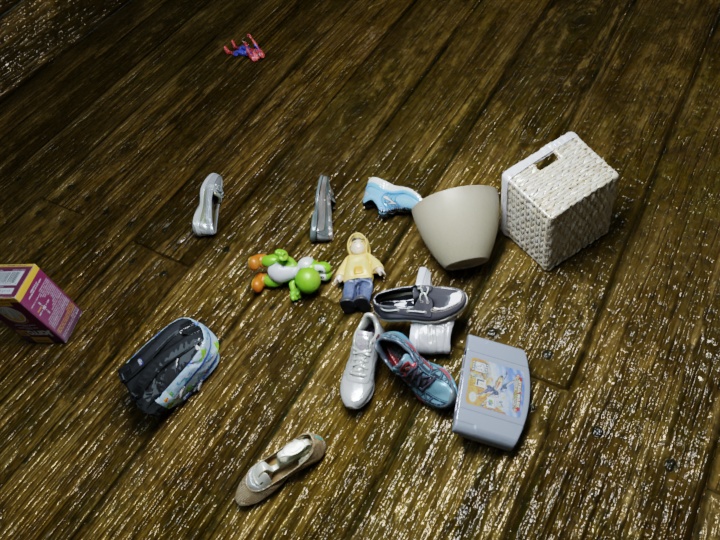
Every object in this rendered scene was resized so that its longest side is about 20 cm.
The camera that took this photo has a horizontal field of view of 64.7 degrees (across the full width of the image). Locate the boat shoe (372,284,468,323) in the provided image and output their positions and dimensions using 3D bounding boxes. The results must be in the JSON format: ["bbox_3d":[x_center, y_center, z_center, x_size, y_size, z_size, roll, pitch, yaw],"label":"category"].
[{"bbox_3d":[0.119,0.064,1.156,0.196,0.063,0.074,-7,60,14],"label":"boat shoe"}]

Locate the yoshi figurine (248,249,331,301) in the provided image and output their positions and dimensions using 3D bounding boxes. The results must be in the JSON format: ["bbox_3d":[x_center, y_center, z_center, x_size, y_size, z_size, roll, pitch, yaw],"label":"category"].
[{"bbox_3d":[-0.169,0.011,1.349,0.196,0.113,0.114,0,68,13],"label":"yoshi figurine"}]

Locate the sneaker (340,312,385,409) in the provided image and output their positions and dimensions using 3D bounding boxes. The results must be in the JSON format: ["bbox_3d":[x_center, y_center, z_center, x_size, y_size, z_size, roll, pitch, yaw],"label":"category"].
[{"bbox_3d":[-0.003,0.179,1.161,0.073,0.100,0.203,5,55,17],"label":"sneaker"}]

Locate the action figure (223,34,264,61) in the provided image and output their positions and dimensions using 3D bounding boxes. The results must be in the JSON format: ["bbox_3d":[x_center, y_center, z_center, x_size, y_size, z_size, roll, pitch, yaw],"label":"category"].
[{"bbox_3d":[-0.431,-0.833,2.101,0.198,0.100,0.065,27,64,30],"label":"action figure"}]

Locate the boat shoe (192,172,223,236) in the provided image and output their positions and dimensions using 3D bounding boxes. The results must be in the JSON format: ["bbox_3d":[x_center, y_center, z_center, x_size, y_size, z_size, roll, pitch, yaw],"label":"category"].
[{"bbox_3d":[-0.415,-0.185,1.597,0.063,0.075,0.205,1,57,10],"label":"boat shoe"}]

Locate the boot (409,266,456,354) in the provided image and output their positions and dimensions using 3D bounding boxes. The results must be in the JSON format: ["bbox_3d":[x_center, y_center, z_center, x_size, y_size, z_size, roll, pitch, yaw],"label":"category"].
[{"bbox_3d":[0.160,0.087,1.213,0.094,0.074,0.203,3,61,11],"label":"boot"}]

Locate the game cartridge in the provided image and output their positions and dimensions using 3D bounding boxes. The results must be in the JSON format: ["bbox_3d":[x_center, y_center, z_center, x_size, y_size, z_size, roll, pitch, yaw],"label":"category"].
[{"bbox_3d":[0.249,0.225,1.066,0.131,0.042,0.203,12,55,7],"label":"game cartridge"}]

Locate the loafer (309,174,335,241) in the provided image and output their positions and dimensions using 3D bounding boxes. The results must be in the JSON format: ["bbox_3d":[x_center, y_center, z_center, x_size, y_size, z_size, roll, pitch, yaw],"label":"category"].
[{"bbox_3d":[-0.091,-0.160,1.489,0.062,0.072,0.203,8,60,-2],"label":"loafer"}]

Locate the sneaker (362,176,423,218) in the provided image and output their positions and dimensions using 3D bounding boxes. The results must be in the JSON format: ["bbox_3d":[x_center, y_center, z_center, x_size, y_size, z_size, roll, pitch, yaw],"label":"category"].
[{"bbox_3d":[0.088,-0.163,1.439,0.198,0.078,0.091,23,80,34],"label":"sneaker"}]

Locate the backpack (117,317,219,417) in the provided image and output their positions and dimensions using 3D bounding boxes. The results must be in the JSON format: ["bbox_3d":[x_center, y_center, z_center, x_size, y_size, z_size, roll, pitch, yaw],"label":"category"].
[{"bbox_3d":[-0.407,0.200,1.251,0.162,0.153,0.202,34,89,37],"label":"backpack"}]

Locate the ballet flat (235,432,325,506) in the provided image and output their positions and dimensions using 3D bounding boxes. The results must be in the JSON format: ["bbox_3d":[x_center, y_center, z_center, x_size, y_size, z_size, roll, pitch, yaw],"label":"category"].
[{"bbox_3d":[-0.159,0.369,1.079,0.198,0.066,0.071,-34,51,-11],"label":"ballet flat"}]

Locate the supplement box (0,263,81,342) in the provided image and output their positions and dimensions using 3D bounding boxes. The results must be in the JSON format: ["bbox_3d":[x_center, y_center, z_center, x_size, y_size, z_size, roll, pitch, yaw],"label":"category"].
[{"bbox_3d":[-0.820,0.085,1.415,0.128,0.201,0.105,-2,52,15],"label":"supplement box"}]

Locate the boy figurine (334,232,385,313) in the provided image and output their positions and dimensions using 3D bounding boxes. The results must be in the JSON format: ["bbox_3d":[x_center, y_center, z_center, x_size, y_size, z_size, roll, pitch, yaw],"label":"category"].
[{"bbox_3d":[0.000,0.000,1.327,0.122,0.065,0.203,-6,54,16],"label":"boy figurine"}]

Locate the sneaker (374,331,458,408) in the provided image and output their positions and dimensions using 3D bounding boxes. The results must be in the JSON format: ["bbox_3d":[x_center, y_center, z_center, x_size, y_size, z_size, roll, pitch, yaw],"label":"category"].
[{"bbox_3d":[0.098,0.197,1.099,0.199,0.095,0.080,38,99,26],"label":"sneaker"}]

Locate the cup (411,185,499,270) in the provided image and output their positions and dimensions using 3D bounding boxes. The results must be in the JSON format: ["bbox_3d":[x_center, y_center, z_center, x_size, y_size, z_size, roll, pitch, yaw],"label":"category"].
[{"bbox_3d":[0.221,-0.084,1.262,0.196,0.200,0.146,-11,77,8],"label":"cup"}]

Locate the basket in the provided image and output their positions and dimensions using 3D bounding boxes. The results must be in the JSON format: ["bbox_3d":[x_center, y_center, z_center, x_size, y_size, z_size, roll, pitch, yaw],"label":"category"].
[{"bbox_3d":[0.425,-0.147,1.227,0.196,0.201,0.161,-31,52,-9],"label":"basket"}]
